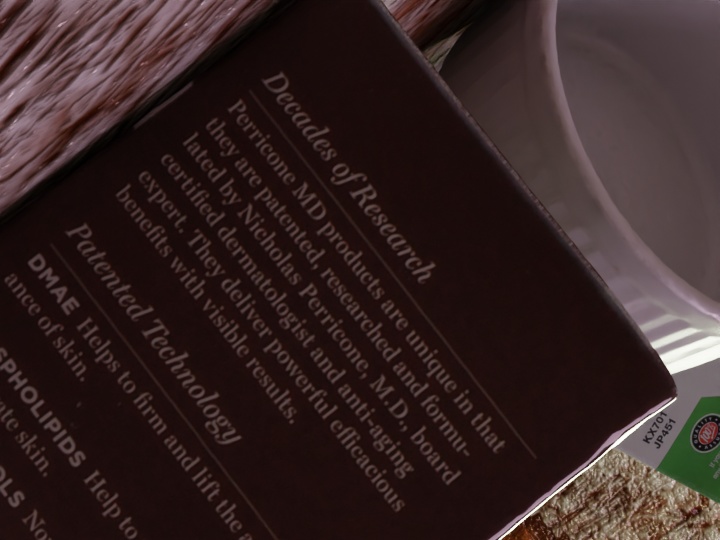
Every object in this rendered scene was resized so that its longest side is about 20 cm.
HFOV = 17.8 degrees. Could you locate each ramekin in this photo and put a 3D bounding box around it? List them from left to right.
[{"bbox_3d":[0.124,-0.050,0.997,0.098,0.201,0.200,-32,-178,46],"label":"ramekin"}]

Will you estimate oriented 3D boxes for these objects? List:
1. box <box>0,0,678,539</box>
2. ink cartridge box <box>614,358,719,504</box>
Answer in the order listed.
[{"bbox_3d":[-0.034,0.042,0.736,0.200,0.164,0.166,-38,176,-7],"label":"box"},{"bbox_3d":[0.141,0.013,1.239,0.147,0.199,0.083,-60,-164,8],"label":"ink cartridge box"}]
